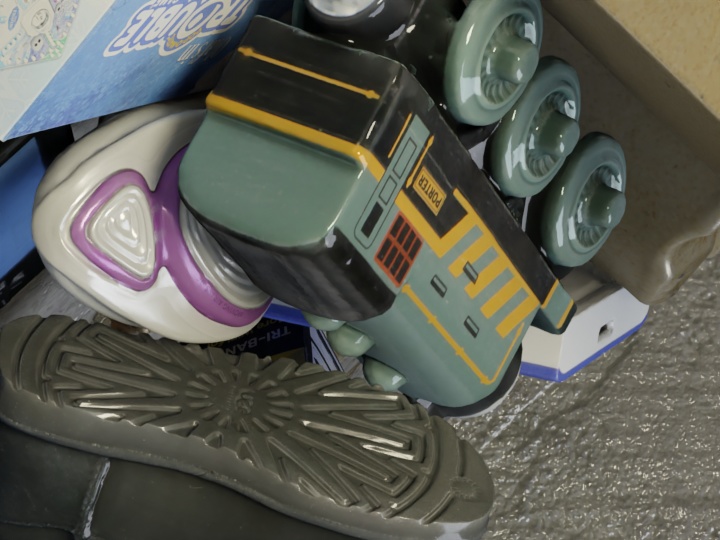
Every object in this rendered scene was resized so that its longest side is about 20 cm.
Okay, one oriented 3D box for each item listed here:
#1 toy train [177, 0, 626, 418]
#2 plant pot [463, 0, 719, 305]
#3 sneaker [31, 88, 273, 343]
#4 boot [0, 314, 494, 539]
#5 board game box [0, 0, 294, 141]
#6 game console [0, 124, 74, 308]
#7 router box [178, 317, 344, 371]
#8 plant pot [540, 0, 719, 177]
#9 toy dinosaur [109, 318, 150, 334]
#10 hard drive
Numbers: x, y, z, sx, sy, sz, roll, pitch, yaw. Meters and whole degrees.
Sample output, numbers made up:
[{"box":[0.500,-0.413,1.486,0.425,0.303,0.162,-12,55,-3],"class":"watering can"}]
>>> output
[{"box":[0.017,-0.025,0.869,0.114,0.085,0.200,-60,151,-12],"class":"toy train"},{"box":[0.092,-0.096,1.028,0.200,0.183,0.200,-44,171,-8],"class":"plant pot"},{"box":[-0.060,-0.024,0.907,0.200,0.099,0.075,-18,112,-62],"class":"sneaker"},{"box":[-0.056,0.122,0.898,0.066,0.164,0.201,-64,170,-57],"class":"boot"},{"box":[-0.016,-0.132,0.811,0.199,0.043,0.200,-47,172,21],"class":"board game box"},{"box":[-0.127,0.047,0.891,0.176,0.116,0.200,-43,172,-11],"class":"game console"},{"box":[-0.097,0.107,1.033,0.199,0.052,0.157,-22,-146,10],"class":"router box"},{"box":[0.149,-0.108,0.802,0.200,0.200,0.177,-49,155,13],"class":"plant pot"},{"box":[-0.056,-0.008,1.247,0.106,0.061,0.200,-22,175,21],"class":"toy dinosaur"},{"box":[0.000,0.000,1.059,0.132,0.199,0.025,-24,124,-68],"class":"hard drive"}]
